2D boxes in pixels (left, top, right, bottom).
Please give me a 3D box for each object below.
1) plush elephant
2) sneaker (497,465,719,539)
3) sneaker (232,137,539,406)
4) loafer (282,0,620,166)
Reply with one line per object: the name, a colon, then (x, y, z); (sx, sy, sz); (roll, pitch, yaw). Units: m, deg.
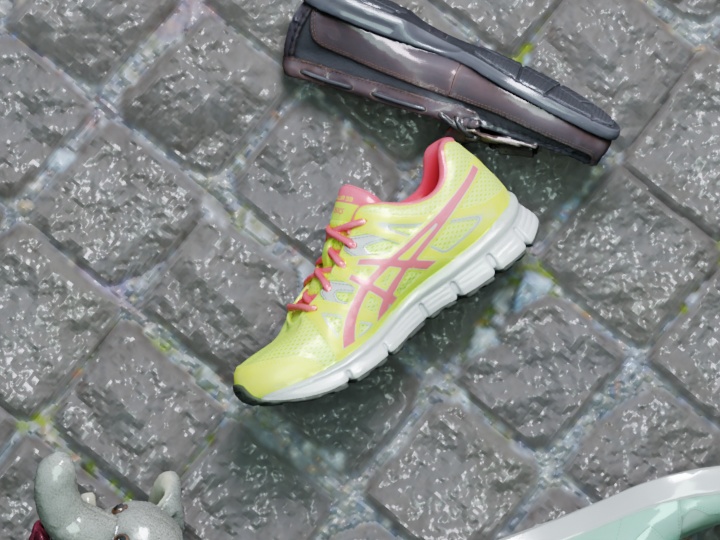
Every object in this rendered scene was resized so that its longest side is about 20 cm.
plush elephant: (-0.163, 0.170, 1.549); (0.155, 0.165, 0.200); (-45, 117, 7)
sneaker: (0.151, 0.186, 1.598); (0.200, 0.074, 0.119); (-23, 79, 5)
sneaker: (0.000, 0.000, 1.605); (0.200, 0.078, 0.090); (-38, 103, -16)
loafer: (0.049, -0.102, 1.636); (0.199, 0.072, 0.063); (27, 103, 6)
